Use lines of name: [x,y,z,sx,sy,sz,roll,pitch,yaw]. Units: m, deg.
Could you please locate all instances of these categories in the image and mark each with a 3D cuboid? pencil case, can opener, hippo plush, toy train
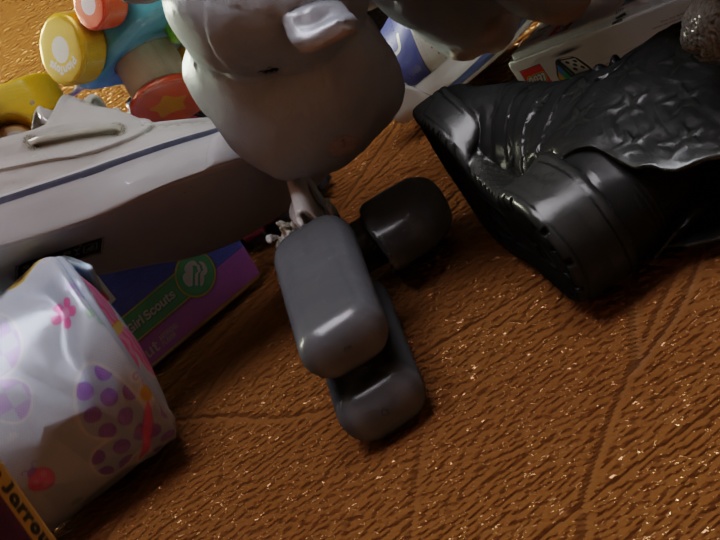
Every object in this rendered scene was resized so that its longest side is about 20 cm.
pencil case: [-0.165,0.080,1.092,0.200,0.083,0.091,-34,50,-5]
can opener: [0.000,0.000,1.066,0.066,0.053,0.200,-30,17,8]
hippo plush: [0.005,-0.122,1.096,0.159,0.200,0.161,8,47,22]
toy train: [-0.137,-0.068,1.181,0.200,0.056,0.150,-30,-14,6]

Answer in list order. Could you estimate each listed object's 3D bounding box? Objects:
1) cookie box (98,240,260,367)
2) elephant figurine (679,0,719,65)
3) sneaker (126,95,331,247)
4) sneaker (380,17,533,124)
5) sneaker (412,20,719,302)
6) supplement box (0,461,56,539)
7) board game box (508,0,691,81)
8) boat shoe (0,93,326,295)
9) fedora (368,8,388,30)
cookie box: [-0.163,0.023,1.261,0.171,0.075,0.200,-40,18,-24]
elephant figurine: [0.192,-0.088,0.858,0.200,0.142,0.155,-34,-18,12]
sneaker: [-0.082,-0.059,1.342,0.081,0.075,0.200,-40,17,-22]
sneaker: [0.053,-0.168,1.252,0.199,0.115,0.081,-46,1,30]
sneaker: [0.092,-0.045,1.020,0.104,0.060,0.200,-35,22,-3]
supplement box: [-0.186,0.124,0.931,0.200,0.131,0.103,-18,23,44]
board game box: [0.157,-0.141,1.198,0.126,0.035,0.200,-18,23,45]
boat shoe: [-0.109,-0.035,1.148,0.199,0.066,0.072,-19,-24,-16]
fedora: [0.011,-0.171,1.447,0.200,0.092,0.201,-30,17,10]
